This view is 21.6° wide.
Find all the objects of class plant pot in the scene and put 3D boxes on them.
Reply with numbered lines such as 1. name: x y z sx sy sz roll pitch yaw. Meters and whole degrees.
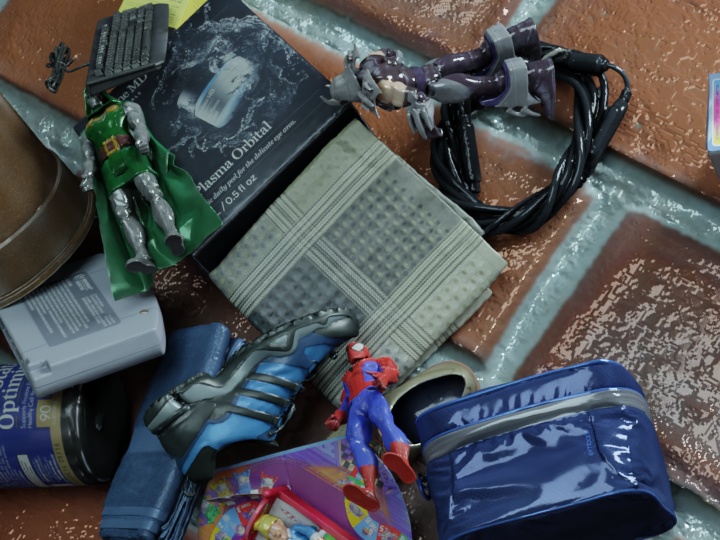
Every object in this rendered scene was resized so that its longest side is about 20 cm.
1. plant pot: -0.375 -0.093 1.714 0.200 0.198 0.200 -20 35 14

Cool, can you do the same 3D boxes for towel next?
1. towel: -0.161 0.147 1.639 0.112 0.048 0.200 -7 60 54
2. towel: 0.000 0.000 1.631 0.193 0.035 0.200 44 93 7

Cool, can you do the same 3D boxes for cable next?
1. cable: 0.136 -0.118 1.662 0.163 0.051 0.200 25 78 27

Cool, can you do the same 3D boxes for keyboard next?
1. keyboard: -0.236 -0.200 1.725 0.127 0.021 0.200 -22 23 4

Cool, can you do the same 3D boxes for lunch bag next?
1. lunch bag: 0.138 0.152 1.494 0.200 0.136 0.133 -16 62 14

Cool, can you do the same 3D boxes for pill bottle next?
1. pill bottle: -0.316 0.139 1.678 0.200 0.112 0.112 -4 66 18

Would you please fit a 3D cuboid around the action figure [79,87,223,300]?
1. action figure: -0.204 -0.086 1.642 0.118 0.055 0.200 -33 56 10

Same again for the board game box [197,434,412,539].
1. board game box: -0.055 0.227 1.546 0.200 0.039 0.158 -17 82 24

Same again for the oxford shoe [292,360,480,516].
1. oxford shoe: 0.014 0.144 1.570 0.200 0.074 0.071 -44 82 -1

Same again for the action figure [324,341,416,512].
1. action figure: 0.005 0.113 1.520 0.065 0.052 0.200 -44 21 16

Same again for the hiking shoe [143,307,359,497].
1. hiking shoe: -0.080 0.103 1.577 0.200 0.074 0.087 -31 90 -8

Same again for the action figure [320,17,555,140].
1. action figure: 0.064 -0.160 1.615 0.200 0.069 0.130 -8 40 -9

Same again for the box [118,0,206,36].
1. box: -0.167 -0.309 1.857 0.075 0.050 0.200 14 74 25

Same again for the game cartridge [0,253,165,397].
1. game cartridge: -0.247 0.045 1.671 0.133 0.041 0.200 -22 26 -12

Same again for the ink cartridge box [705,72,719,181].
1. ink cartridge box: 0.388 -0.109 1.517 0.200 0.136 0.077 -1 72 19

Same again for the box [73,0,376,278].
1. box: -0.118 -0.115 1.716 0.197 0.117 0.200 -44 59 -3
